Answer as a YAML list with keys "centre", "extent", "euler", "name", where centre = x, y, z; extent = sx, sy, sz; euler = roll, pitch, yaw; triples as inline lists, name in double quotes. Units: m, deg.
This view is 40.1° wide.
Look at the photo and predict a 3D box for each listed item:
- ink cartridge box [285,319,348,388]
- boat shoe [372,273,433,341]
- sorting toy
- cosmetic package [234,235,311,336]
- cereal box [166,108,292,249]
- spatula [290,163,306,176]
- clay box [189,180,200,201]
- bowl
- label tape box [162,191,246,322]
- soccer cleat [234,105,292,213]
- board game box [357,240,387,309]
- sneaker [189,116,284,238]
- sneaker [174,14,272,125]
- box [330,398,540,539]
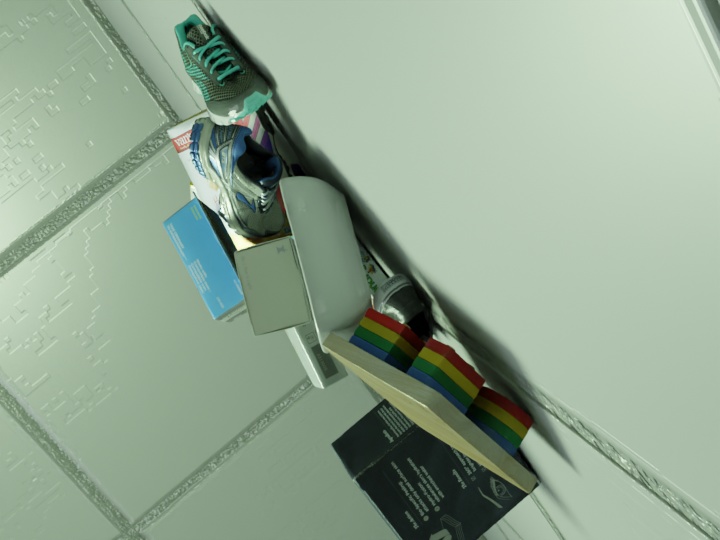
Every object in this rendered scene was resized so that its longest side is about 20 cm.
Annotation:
- centre: [-0.083, 0.095, 1.495]
  extent: [0.162, 0.047, 0.200]
  euler: [63, 172, 1]
  name: "ink cartridge box"
- centre: [0.062, 0.074, 1.205]
  extent: [0.067, 0.069, 0.201]
  euler: [50, 166, 25]
  name: "boat shoe"
- centre: [0.087, 0.132, 1.069]
  extent: [0.198, 0.070, 0.199]
  euler: [43, 168, -35]
  name: "sorting toy"
- centre: [-0.102, 0.019, 1.215]
  extent: [0.200, 0.072, 0.106]
  euler: [107, 149, -88]
  name: "cosmetic package"
- centre: [-0.172, -0.130, 1.373]
  extent: [0.142, 0.039, 0.203]
  euler: [-15, 108, 39]
  name: "cereal box"
- centre: [-0.083, -0.118, 1.380]
  extent: [0.057, 0.020, 0.200]
  euler: [59, 175, -4]
  name: "spatula"
- centre: [-0.158, -0.067, 1.473]
  extent: [0.196, 0.048, 0.116]
  euler: [20, 136, 13]
  name: "clay box"
- centre: [-0.036, -0.010, 1.183]
  extent: [0.200, 0.073, 0.204]
  euler: [79, 176, -80]
  name: "bowl"
- centre: [-0.196, -0.012, 1.294]
  extent: [0.146, 0.062, 0.200]
  euler: [61, 178, 5]
  name: "label tape box"
- centre: [-0.143, -0.158, 1.267]
  extent: [0.203, 0.072, 0.068]
  euler: [68, 172, -25]
  name: "soccer cleat"
- centre: [0.000, 0.000, 1.364]
  extent: [0.201, 0.034, 0.126]
  euler: [52, 174, 7]
  name: "board game box"
- centre: [-0.129, -0.103, 1.184]
  extent: [0.083, 0.078, 0.201]
  euler: [2, 150, 24]
  name: "sneaker"
- centre: [-0.167, -0.234, 1.128]
  extent: [0.200, 0.077, 0.092]
  euler: [42, 164, 51]
  name: "sneaker"
- centre: [0.099, 0.259, 1.319]
  extent: [0.198, 0.199, 0.117]
  euler: [55, 173, -23]
  name: "box"
